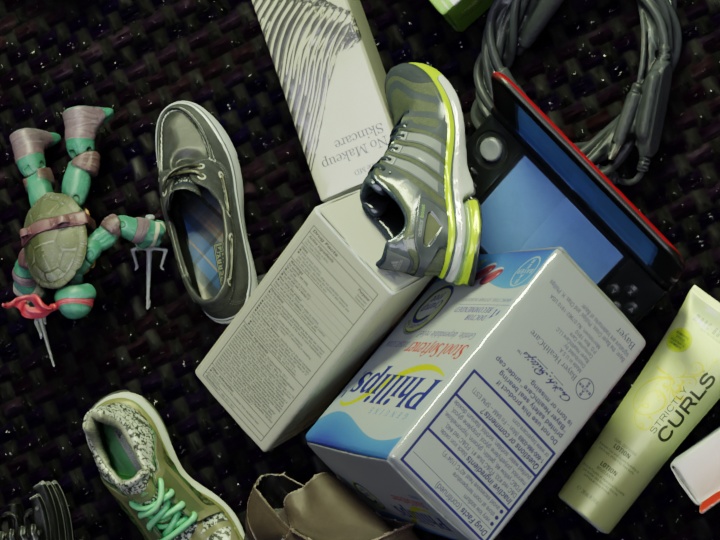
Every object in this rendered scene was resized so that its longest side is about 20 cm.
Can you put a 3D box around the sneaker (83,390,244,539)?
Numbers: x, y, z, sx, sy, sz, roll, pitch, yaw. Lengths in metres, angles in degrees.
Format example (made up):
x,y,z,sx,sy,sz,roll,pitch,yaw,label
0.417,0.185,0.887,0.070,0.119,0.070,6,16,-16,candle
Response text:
x,y,z,sx,sy,sz,roll,pitch,yaw,label
-0.170,0.188,1.410,0.077,0.089,0.200,-41,79,7,sneaker

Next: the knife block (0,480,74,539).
x,y,z,sx,sy,sz,roll,pitch,yaw,label
-0.260,0.286,1.453,0.063,0.176,0.201,-13,128,12,knife block

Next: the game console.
x,y,z,sx,sy,sz,roll,pitch,yaw,label
0.141,-0.033,1.322,0.200,0.118,0.173,47,120,10,game console

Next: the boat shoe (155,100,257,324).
x,y,z,sx,sy,sz,roll,pitch,yaw,label
-0.137,-0.054,1.432,0.069,0.066,0.202,-16,73,15,boat shoe

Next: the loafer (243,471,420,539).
x,y,z,sx,sy,sz,roll,pitch,yaw,label
-0.030,0.191,1.304,0.199,0.073,0.072,0,101,50,loafer

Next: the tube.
x,y,z,sx,sy,sz,roll,pitch,yaw,label
0.232,0.112,1.356,0.058,0.052,0.201,38,90,-18,tube

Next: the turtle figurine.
x,y,z,sx,sy,sz,roll,pitch,yaw,label
-0.240,-0.029,1.451,0.148,0.101,0.202,-12,77,11,turtle figurine

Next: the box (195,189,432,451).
x,y,z,sx,sy,sz,roll,pitch,yaw,label
-0.036,0.040,1.362,0.095,0.078,0.200,48,125,12,box

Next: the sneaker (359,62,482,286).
x,y,z,sx,sy,sz,roll,pitch,yaw,label
0.038,-0.079,1.314,0.080,0.074,0.201,0,53,-16,sneaker

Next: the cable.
x,y,z,sx,sy,sz,roll,pitch,yaw,label
0.174,-0.171,1.396,0.162,0.051,0.202,9,92,18,cable

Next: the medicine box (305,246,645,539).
x,y,z,sx,sy,sz,roll,pitch,yaw,label
0.081,0.091,1.284,0.103,0.182,0.200,45,74,-14,medicine box

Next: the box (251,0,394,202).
x,y,z,sx,sy,sz,roll,pitch,yaw,label
-0.023,-0.158,1.423,0.082,0.068,0.202,-22,81,10,box

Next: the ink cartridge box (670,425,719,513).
x,y,z,sx,sy,sz,roll,pitch,yaw,label
0.319,0.103,1.271,0.199,0.174,0.044,-36,79,7,ink cartridge box

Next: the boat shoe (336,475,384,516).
x,y,z,sx,sy,sz,roll,pitch,yaw,label
0.012,0.202,1.390,0.063,0.071,0.202,11,96,14,boat shoe

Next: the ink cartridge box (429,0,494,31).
x,y,z,sx,sy,sz,roll,pitch,yaw,label
0.103,-0.319,1.404,0.200,0.076,0.148,-41,78,8,ink cartridge box

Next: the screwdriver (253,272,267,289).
x,y,z,sx,sy,sz,roll,pitch,yaw,label
0.000,0.000,1.424,0.198,0.029,0.028,-11,98,12,screwdriver
